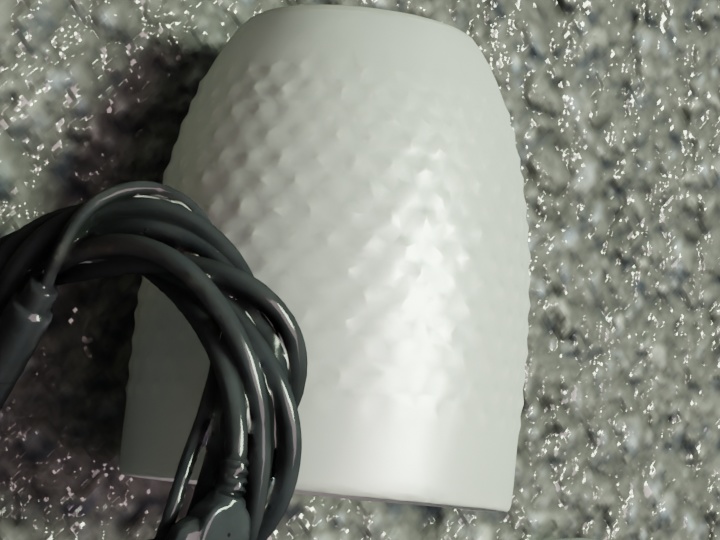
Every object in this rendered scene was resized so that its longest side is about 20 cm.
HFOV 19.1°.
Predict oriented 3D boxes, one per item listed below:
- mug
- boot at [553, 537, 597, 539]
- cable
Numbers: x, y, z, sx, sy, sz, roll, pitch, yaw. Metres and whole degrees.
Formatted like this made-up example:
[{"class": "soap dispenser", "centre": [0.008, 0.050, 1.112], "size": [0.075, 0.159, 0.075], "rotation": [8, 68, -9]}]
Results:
[{"class": "mug", "centre": [0.000, 0.000, 0.825], "size": [0.200, 0.147, 0.176], "rotation": [23, 71, -69]}, {"class": "boot", "centre": [0.051, 0.206, 0.936], "size": [0.200, 0.073, 0.096], "rotation": [-35, 132, -31]}, {"class": "cable", "centre": [-0.101, 0.066, 0.728], "size": [0.051, 0.163, 0.200], "rotation": [22, 82, -58]}]
